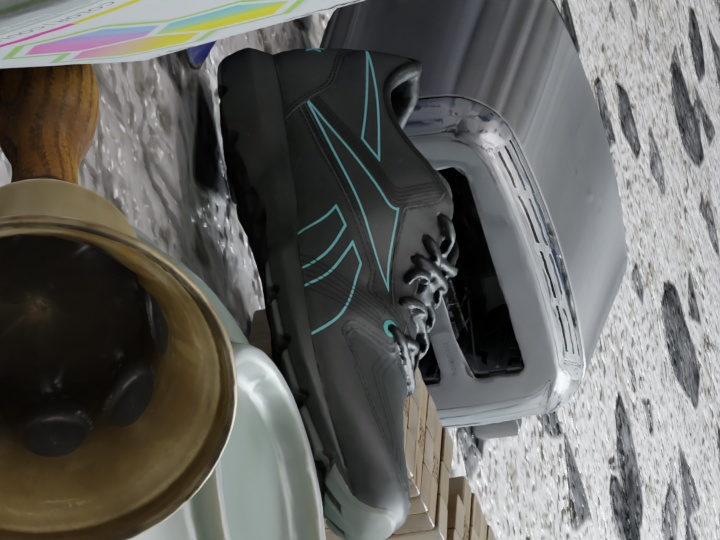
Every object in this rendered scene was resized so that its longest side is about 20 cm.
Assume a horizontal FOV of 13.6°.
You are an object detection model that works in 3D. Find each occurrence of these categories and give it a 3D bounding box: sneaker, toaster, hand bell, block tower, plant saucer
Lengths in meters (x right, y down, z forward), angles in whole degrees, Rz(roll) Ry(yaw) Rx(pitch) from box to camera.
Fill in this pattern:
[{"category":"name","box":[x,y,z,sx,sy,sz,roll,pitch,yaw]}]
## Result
[{"category":"sneaker","box":[0.000,0.000,1.066,0.076,0.079,0.201,92,-12,-60]},{"category":"toaster","box":[0.038,-0.031,1.227,0.129,0.113,0.201,-71,149,-56]},{"category":"hand bell","box":[-0.090,-0.018,0.860,0.200,0.104,0.105,-98,170,-59]},{"category":"block tower","box":[0.013,0.097,1.166,0.058,0.054,0.200,-85,158,-45]},{"category":"plant saucer","box":[-0.050,0.079,0.964,0.200,0.050,0.201,-10,90,-75]}]

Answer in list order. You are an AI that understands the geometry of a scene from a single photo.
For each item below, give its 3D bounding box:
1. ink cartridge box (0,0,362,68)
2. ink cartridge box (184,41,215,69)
[{"category":"ink cartridge box","box":[-0.055,-0.096,0.852,0.200,0.103,0.060,-9,87,-56]},{"category":"ink cartridge box","box":[-0.037,-0.207,1.076,0.200,0.040,0.200,-62,145,-30]}]
